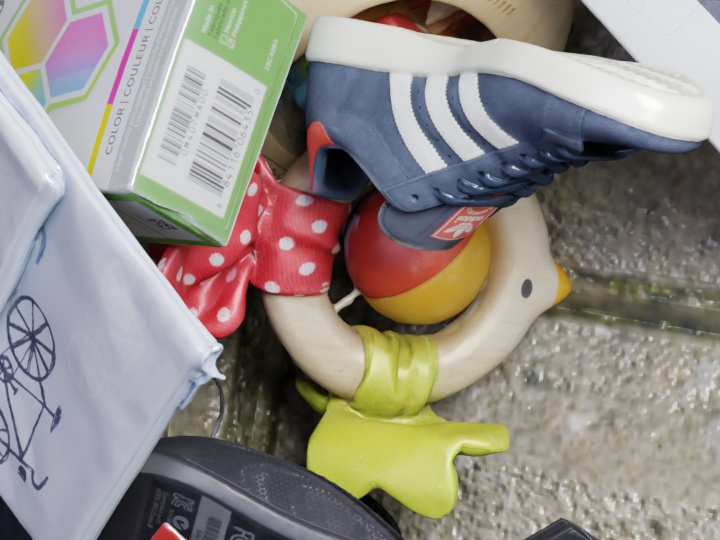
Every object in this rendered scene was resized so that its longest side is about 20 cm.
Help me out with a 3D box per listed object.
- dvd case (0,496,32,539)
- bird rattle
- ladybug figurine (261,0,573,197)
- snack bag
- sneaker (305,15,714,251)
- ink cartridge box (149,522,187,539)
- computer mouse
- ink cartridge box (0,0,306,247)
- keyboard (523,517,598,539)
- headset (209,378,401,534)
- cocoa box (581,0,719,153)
[{"bbox_3d":[-0.153,0.060,1.069,0.150,0.025,0.202,159,110,-67],"label":"dvd case"},{"bbox_3d":[0.000,0.000,0.990,0.163,0.113,0.201,-37,100,-6],"label":"bird rattle"},{"bbox_3d":[0.004,-0.101,1.001,0.199,0.135,0.072,-32,44,30],"label":"ladybug figurine"},{"bbox_3d":[-0.148,0.015,0.928,0.200,0.021,0.189,52,137,16],"label":"snack bag"},{"bbox_3d":[0.052,-0.045,0.872,0.199,0.075,0.085,14,97,50],"label":"sneaker"},{"bbox_3d":[-0.064,0.222,0.981,0.176,0.045,0.200,36,132,-3],"label":"ink cartridge box"},{"bbox_3d":[-0.027,0.130,0.965,0.199,0.053,0.139,27,125,5],"label":"computer mouse"},{"bbox_3d":[-0.121,-0.071,0.958,0.199,0.059,0.105,4,70,47],"label":"ink cartridge box"},{"bbox_3d":[0.052,0.203,0.997,0.199,0.021,0.128,-34,92,20],"label":"keyboard"},{"bbox_3d":[-0.048,0.136,1.029,0.123,0.094,0.201,-31,86,22],"label":"headset"},{"bbox_3d":[0.162,-0.138,0.911,0.131,0.133,0.200,-46,69,18],"label":"cocoa box"}]
